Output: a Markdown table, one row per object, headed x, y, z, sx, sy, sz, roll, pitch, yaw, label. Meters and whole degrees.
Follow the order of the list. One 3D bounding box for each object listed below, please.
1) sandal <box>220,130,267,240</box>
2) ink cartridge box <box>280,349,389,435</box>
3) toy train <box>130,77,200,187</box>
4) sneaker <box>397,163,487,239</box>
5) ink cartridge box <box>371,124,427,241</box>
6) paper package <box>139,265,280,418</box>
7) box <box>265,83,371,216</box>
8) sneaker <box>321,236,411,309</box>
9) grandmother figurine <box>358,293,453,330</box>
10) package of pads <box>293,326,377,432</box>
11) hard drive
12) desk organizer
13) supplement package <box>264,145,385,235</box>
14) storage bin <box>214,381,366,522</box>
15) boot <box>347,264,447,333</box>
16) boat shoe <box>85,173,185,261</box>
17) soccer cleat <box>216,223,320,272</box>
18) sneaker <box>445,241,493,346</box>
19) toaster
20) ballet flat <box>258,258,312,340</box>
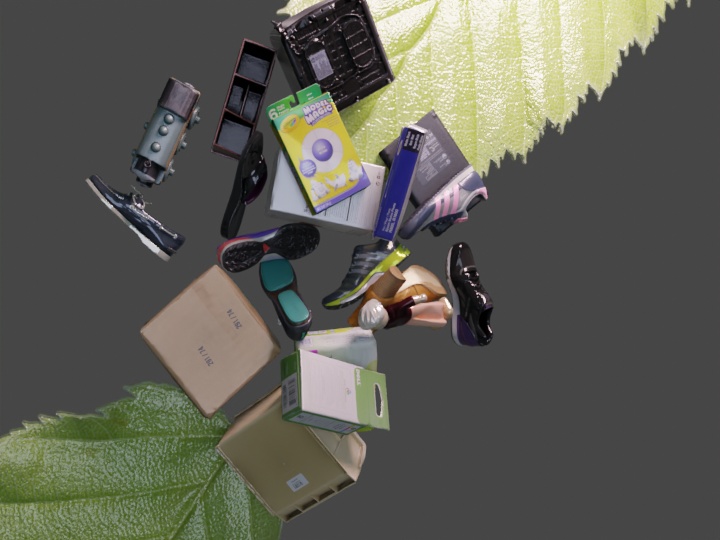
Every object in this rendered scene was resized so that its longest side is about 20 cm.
| x | y | z | sx | sy | sz | roll | pitch | yaw | label |
| --- | --- | --- | --- | --- | --- | --- | --- | --- | --- |
| -0.202 | -0.151 | 1.385 | 0.047 | 0.075 | 0.206 | 18 | 95 | 10 | sandal |
| -0.042 | 0.214 | 1.285 | 0.197 | 0.059 | 0.106 | 21 | 52 | -38 | ink cartridge box |
| -0.344 | -0.243 | 1.332 | 0.084 | 0.114 | 0.204 | 26 | 85 | -11 | toy train |
| 0.161 | -0.111 | 1.437 | 0.199 | 0.070 | 0.083 | -41 | 96 | -8 | sneaker |
| 0.073 | -0.159 | 1.357 | 0.040 | 0.200 | 0.205 | 17 | 104 | 4 | ink cartridge box |
| -0.267 | 0.124 | 1.358 | 0.190 | 0.103 | 0.201 | -40 | 98 | -11 | paper package |
| -0.074 | -0.213 | 1.307 | 0.115 | 0.048 | 0.204 | -27 | 93 | -13 | box |
| 0.000 | 0.000 | 1.443 | 0.198 | 0.074 | 0.082 | -38 | 85 | -13 | sneaker |
| 0.079 | 0.080 | 1.366 | 0.196 | 0.122 | 0.061 | -2 | 50 | -38 | grandmother figurine |
| -0.044 | 0.207 | 1.395 | 0.150 | 0.068 | 0.206 | -5 | 115 | -11 | package of pads |
| 0.145 | -0.190 | 1.485 | 0.139 | 0.033 | 0.202 | -37 | 98 | -10 | hard drive |
| -0.212 | -0.308 | 1.380 | 0.070 | 0.077 | 0.206 | 16 | 87 | -12 | desk organizer |
| -0.069 | -0.144 | 1.392 | 0.194 | 0.121 | 0.124 | 11 | 87 | -12 | supplement package |
| -0.121 | 0.316 | 1.346 | 0.198 | 0.094 | 0.200 | -35 | 99 | 27 | storage bin |
| 0.068 | 0.063 | 1.451 | 0.199 | 0.071 | 0.145 | 10 | 127 | -50 | boot |
| -0.398 | -0.103 | 1.341 | 0.200 | 0.075 | 0.062 | 44 | 83 | -11 | boat shoe |
| -0.170 | -0.050 | 1.387 | 0.195 | 0.073 | 0.070 | -17 | 114 | -23 | soccer cleat |
| 0.223 | 0.045 | 1.468 | 0.074 | 0.086 | 0.206 | -11 | 97 | -40 | sneaker |
| -0.058 | -0.397 | 1.377 | 0.178 | 0.118 | 0.203 | -31 | 115 | -11 | toaster |
| -0.138 | 0.050 | 1.377 | 0.071 | 0.202 | 0.074 | -16 | 136 | -16 | ballet flat |
